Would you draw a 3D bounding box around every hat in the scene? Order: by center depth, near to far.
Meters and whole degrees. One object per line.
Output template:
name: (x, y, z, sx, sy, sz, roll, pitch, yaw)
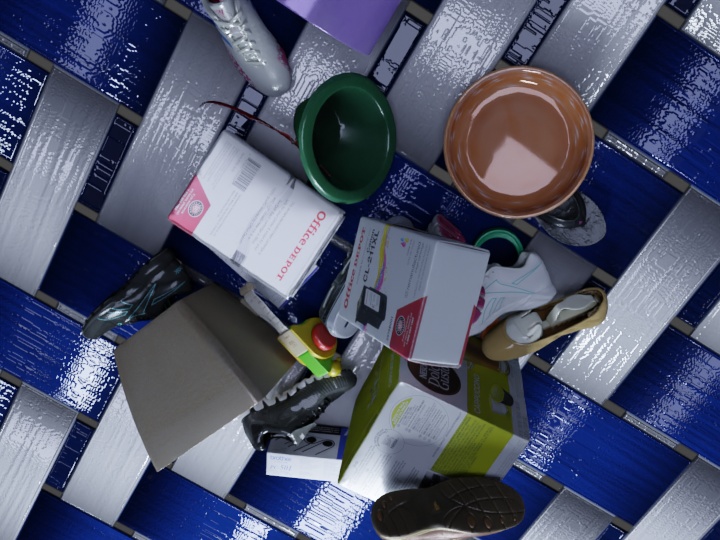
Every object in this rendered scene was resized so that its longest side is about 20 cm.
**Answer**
hat: (-0.072, -0.201, 0.982, 0.166, 0.175, 0.201, -50, 130, -20)

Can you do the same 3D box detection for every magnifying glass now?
magnifying glass: (0.200, 0.034, 1.048, 0.079, 0.022, 0.202, 3, 107, 3)

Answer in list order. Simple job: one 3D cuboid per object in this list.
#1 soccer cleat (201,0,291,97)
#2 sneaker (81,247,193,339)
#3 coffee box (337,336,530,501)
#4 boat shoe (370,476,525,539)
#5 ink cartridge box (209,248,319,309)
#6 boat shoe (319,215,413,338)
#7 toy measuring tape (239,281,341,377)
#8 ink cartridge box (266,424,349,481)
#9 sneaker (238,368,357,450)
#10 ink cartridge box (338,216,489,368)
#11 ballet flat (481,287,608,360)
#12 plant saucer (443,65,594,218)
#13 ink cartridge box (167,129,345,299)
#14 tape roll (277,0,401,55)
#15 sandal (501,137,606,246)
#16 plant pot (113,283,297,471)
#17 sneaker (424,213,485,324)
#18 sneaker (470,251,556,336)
soccer cleat: (-0.161, -0.318, 0.918, 0.069, 0.086, 0.201, -27, 105, 13)
sneaker: (-0.343, 0.054, 1.065, 0.199, 0.076, 0.079, -37, 105, 15)
coffee box: (0.103, 0.214, 1.010, 0.196, 0.200, 0.201, 25, 116, -5)
boat shoe: (0.114, 0.318, 0.916, 0.198, 0.073, 0.068, -6, 147, 2)
ink cartridge box: (-0.163, -0.043, 1.039, 0.200, 0.037, 0.095, 43, 106, -7)
boat shoe: (0.000, 0.000, 1.020, 0.072, 0.071, 0.201, 38, 85, -43)
toy measuring tape: (-0.095, 0.080, 1.048, 0.073, 0.074, 0.200, -39, 103, 15)
ink cartridge box: (-0.044, 0.291, 1.113, 0.198, 0.094, 0.045, 5, 110, 2)
sneaker: (-0.091, 0.221, 1.081, 0.198, 0.067, 0.091, -21, 63, -3)
ink cartridge box: (0.060, 0.021, 0.893, 0.082, 0.200, 0.147, 10, 97, -29)
ballet flat: (0.267, 0.070, 1.011, 0.198, 0.069, 0.063, -21, 147, -8)
plant saucer: (0.212, -0.172, 0.946, 0.198, 0.037, 0.203, 1, 94, 11)
ink cartridge box: (-0.140, -0.077, 0.969, 0.199, 0.085, 0.146, 34, 93, -7)
tape roll: (-0.051, -0.351, 0.839, 0.199, 0.200, 0.085, 32, 107, -7)
sandal: (0.266, -0.102, 0.980, 0.200, 0.048, 0.075, 41, 106, -9)
plant pot: (-0.240, 0.138, 1.033, 0.199, 0.200, 0.178, -36, 92, 14)
sneaker: (0.111, 0.015, 0.968, 0.073, 0.201, 0.087, 25, 126, -29)
sneaker: (0.178, 0.035, 0.999, 0.199, 0.070, 0.081, -24, 106, -7)
